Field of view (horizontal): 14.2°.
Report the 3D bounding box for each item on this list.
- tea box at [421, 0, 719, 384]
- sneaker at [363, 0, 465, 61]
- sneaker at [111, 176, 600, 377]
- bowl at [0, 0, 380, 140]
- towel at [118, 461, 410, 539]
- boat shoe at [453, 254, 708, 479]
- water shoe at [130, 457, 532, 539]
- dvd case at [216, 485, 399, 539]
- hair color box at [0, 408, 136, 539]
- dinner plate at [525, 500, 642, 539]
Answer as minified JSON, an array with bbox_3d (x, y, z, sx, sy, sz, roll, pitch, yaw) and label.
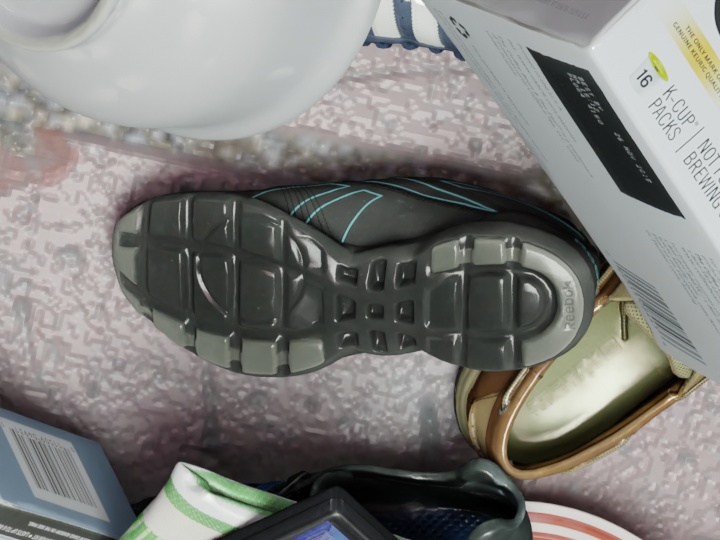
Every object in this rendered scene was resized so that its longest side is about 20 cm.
[{"bbox_3d":[0.162,-0.085,1.032,0.197,0.133,0.200,-42,120,-10],"label":"tea box"},{"bbox_3d":[0.001,-0.111,1.118,0.199,0.075,0.085,30,121,-17],"label":"sneaker"},{"bbox_3d":[0.000,0.000,1.149,0.199,0.079,0.076,7,113,14],"label":"sneaker"},{"bbox_3d":[-0.093,-0.135,1.030,0.200,0.090,0.203,15,116,34],"label":"bowl"},{"bbox_3d":[-0.052,0.158,1.148,0.152,0.023,0.200,20,133,-20],"label":"towel"},{"bbox_3d":[0.126,0.018,1.160,0.200,0.074,0.076,-43,106,8],"label":"boat shoe"},{"bbox_3d":[-0.031,0.105,1.158,0.198,0.072,0.079,-6,146,-2],"label":"water shoe"},{"bbox_3d":[-0.008,0.167,1.127,0.142,0.018,0.200,-27,129,24],"label":"dvd case"},{"bbox_3d":[-0.190,0.140,1.137,0.200,0.061,0.099,-41,147,16],"label":"hair color box"},{"bbox_3d":[0.069,0.196,1.204,0.199,0.024,0.202,1,93,19],"label":"dinner plate"}]
